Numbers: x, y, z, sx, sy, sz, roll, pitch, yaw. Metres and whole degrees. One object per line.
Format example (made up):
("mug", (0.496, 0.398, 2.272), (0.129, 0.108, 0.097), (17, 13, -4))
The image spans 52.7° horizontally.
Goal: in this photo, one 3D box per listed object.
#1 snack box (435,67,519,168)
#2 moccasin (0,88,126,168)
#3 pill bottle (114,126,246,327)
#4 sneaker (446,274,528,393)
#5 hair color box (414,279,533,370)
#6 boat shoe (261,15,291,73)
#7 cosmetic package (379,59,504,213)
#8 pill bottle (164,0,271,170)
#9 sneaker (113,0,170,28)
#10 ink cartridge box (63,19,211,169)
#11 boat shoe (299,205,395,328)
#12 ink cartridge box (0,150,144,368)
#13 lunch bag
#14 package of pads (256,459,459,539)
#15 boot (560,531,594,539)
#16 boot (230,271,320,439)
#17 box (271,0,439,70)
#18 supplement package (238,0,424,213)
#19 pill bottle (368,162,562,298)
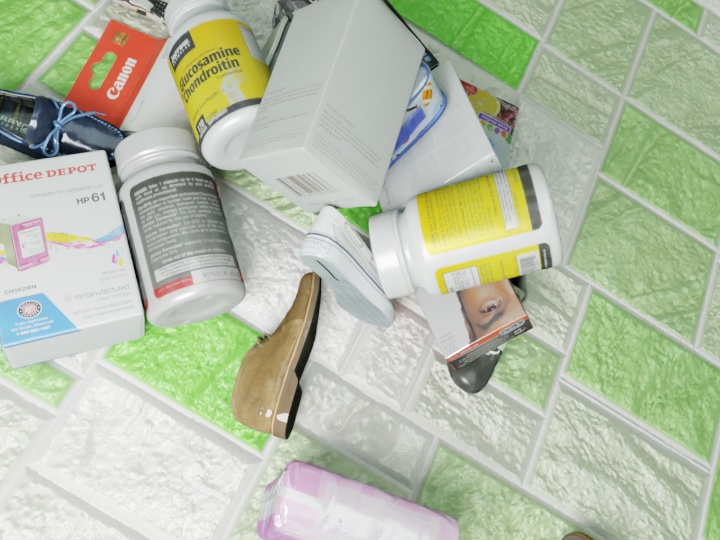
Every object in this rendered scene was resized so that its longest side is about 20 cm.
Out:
("snack box", (0.135, -0.168, 1.019), (0.140, 0.053, 0.203), (22, 64, -6))
("moccasin", (-0.371, -0.162, 0.840), (0.195, 0.068, 0.082), (9, 78, -10))
("pill bottle", (-0.207, -0.050, 0.822), (0.112, 0.114, 0.204), (-13, 75, -22))
("sneaker", (0.166, 0.055, 0.920), (0.073, 0.089, 0.203), (25, 64, -7))
("hair color box", (0.116, 0.003, 0.891), (0.109, 0.064, 0.203), (-29, 64, 10))
("boat shoe", (-0.113, -0.245, 0.969), (0.061, 0.073, 0.204), (22, 66, -23))
("cosmetic package", (0.082, -0.156, 0.915), (0.149, 0.052, 0.203), (-27, 46, 15))
("pill bottle", (-0.165, -0.231, 0.863), (0.110, 0.112, 0.203), (-17, 70, -23))
("sneaker", (-0.278, -0.364, 0.967), (0.198, 0.080, 0.074), (35, 92, 15))
("ink cartridge box", (-0.256, -0.234, 0.925), (0.197, 0.057, 0.165), (24, 63, -12))
("boat shoe", (0.000, 0.000, 0.835), (0.072, 0.200, 0.068), (12, 68, 27))
("ink cartridge box", (-0.328, -0.017, 0.791), (0.142, 0.085, 0.204), (-13, 71, -22))
("lunch bag", (0.003, -0.184, 0.904), (0.200, 0.076, 0.160), (-46, 52, 2))
("package of pads", (-0.006, 0.267, 0.757), (0.196, 0.121, 0.077), (21, 63, -8))
("boot", (0.310, 0.376, 0.854), (0.201, 0.074, 0.075), (48, 44, 1))
("boot", (-0.091, 0.084, 0.830), (0.074, 0.074, 0.203), (11, 60, 8))
("box", (-0.008, -0.325, 1.040), (0.157, 0.050, 0.201), (-34, 82, -26))
("supplement package", (-0.028, -0.181, 0.788), (0.117, 0.115, 0.204), (32, 68, -39))
("pill bottle", (0.114, -0.039, 0.806), (0.195, 0.114, 0.117), (-14, 70, 10))
